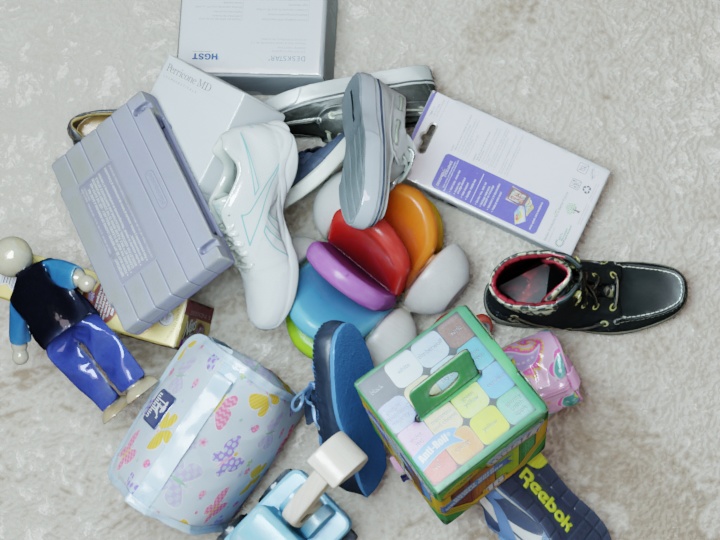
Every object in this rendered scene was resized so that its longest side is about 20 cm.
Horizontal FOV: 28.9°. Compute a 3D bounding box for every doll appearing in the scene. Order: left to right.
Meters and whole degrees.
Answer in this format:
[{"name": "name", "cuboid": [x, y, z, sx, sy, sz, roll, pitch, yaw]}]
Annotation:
[{"name": "doll", "cuboid": [-0.286, 0.053, 1.332, 0.136, 0.048, 0.200, -37, 91, 30]}]

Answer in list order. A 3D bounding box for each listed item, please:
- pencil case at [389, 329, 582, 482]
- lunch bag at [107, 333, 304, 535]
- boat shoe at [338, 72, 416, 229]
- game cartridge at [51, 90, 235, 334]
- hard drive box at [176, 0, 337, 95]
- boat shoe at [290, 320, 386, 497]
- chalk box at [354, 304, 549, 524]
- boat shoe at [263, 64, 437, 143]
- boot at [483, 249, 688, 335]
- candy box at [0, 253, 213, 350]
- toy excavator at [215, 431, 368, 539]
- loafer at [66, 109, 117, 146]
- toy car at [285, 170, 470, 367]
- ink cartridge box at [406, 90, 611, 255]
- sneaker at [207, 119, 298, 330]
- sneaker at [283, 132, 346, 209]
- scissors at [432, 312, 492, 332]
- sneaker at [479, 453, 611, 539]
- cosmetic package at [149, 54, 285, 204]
[{"name": "pencil case", "cuboid": [0.116, 0.132, 1.369, 0.200, 0.087, 0.088, -25, 80, 1]}, {"name": "lunch bag", "cuboid": [-0.149, 0.155, 1.341, 0.127, 0.200, 0.170, 32, 88, 10]}, {"name": "boat shoe", "cuboid": [0.023, -0.115, 1.327, 0.067, 0.074, 0.200, 15, 47, -16]}, {"name": "game cartridge", "cuboid": [-0.208, -0.054, 1.313, 0.130, 0.038, 0.200, -38, 65, 22]}, {"name": "hard drive box", "cuboid": [-0.104, -0.289, 1.459, 0.156, 0.077, 0.200, 3, 82, 8]}, {"name": "boat shoe", "cuboid": [-0.028, 0.135, 1.328, 0.069, 0.084, 0.200, 13, 123, 30]}, {"name": "chalk box", "cuboid": [0.082, 0.124, 1.225, 0.125, 0.200, 0.124, -36, 71, -6]}, {"name": "boat shoe", "cuboid": [-0.018, -0.159, 1.434, 0.200, 0.071, 0.064, -13, 80, 3]}, {"name": "boot", "cuboid": [0.217, 0.020, 1.338, 0.203, 0.154, 0.074, -2, 82, 7]}, {"name": "candy box", "cuboid": [-0.260, 0.032, 1.413, 0.200, 0.117, 0.057, 14, 85, 9]}, {"name": "toy excavator", "cuboid": [-0.060, 0.237, 1.318, 0.100, 0.200, 0.194, 44, 90, 10]}, {"name": "loafer", "cuboid": [-0.207, -0.133, 1.452, 0.200, 0.072, 0.073, 1, 81, 6]}, {"name": "toy car", "cuboid": [0.000, 0.000, 1.369, 0.175, 0.150, 0.200, 39, 88, 10]}, {"name": "ink cartridge box", "cuboid": [0.143, -0.097, 1.417, 0.200, 0.039, 0.100, 26, 87, 4]}, {"name": "sneaker", "cuboid": [-0.107, -0.041, 1.321, 0.080, 0.070, 0.201, -8, 100, -37]}, {"name": "sneaker", "cuboid": [-0.100, -0.094, 1.414, 0.200, 0.075, 0.085, -35, 91, 13]}, {"name": "scissors", "cuboid": [0.059, 0.119, 1.409, 0.200, 0.073, 0.014, -55, 46, 17]}, {"name": "sneaker", "cuboid": [0.175, 0.246, 1.359, 0.074, 0.082, 0.200, -38, 95, -31]}, {"name": "cosmetic package", "cuboid": [-0.174, -0.095, 1.366, 0.113, 0.081, 0.200, 27, 94, 30]}]
